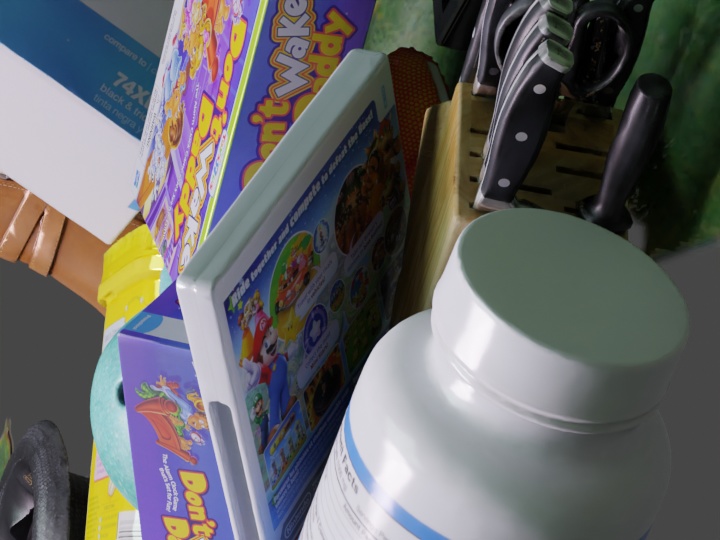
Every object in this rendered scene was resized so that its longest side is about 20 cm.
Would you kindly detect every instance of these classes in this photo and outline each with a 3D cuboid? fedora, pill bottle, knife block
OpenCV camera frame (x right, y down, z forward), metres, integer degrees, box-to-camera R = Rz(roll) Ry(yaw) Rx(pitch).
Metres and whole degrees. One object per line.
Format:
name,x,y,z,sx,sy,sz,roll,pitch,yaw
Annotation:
fedora,-0.171,0.189,1.564,0.200,0.091,0.202,-171,90,-73
pill bottle,0.041,0.083,0.895,0.113,0.111,0.201,-103,29,-51
knife block,0.056,-0.008,0.922,0.176,0.063,0.202,-160,80,-84

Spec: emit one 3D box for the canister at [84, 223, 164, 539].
canister,-0.095,0.087,1.383,0.148,0.086,0.202,153,122,-70

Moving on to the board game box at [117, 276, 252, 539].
board game box,-0.034,0.082,1.030,0.135,0.044,0.201,-47,-40,-50

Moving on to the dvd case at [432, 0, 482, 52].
dvd case,0.071,-0.211,1.096,0.200,0.025,0.151,122,152,-50

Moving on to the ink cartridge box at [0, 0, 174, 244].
ink cartridge box,-0.122,-0.149,1.365,0.201,0.146,0.147,-58,8,-22

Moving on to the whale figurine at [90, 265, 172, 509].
whale figurine,-0.057,0.031,1.232,0.159,0.103,0.201,41,111,42

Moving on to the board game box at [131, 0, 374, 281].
board game box,-0.042,-0.098,1.098,0.135,0.044,0.201,-123,44,-62

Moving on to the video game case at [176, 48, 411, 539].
video game case,-0.013,0.039,0.982,0.143,0.018,0.201,-55,-34,-42

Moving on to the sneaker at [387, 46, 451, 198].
sneaker,0.000,0.000,1.132,0.073,0.077,0.202,169,110,-74

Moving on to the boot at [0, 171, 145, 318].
boot,-0.159,-0.005,1.517,0.074,0.154,0.202,179,99,-73
